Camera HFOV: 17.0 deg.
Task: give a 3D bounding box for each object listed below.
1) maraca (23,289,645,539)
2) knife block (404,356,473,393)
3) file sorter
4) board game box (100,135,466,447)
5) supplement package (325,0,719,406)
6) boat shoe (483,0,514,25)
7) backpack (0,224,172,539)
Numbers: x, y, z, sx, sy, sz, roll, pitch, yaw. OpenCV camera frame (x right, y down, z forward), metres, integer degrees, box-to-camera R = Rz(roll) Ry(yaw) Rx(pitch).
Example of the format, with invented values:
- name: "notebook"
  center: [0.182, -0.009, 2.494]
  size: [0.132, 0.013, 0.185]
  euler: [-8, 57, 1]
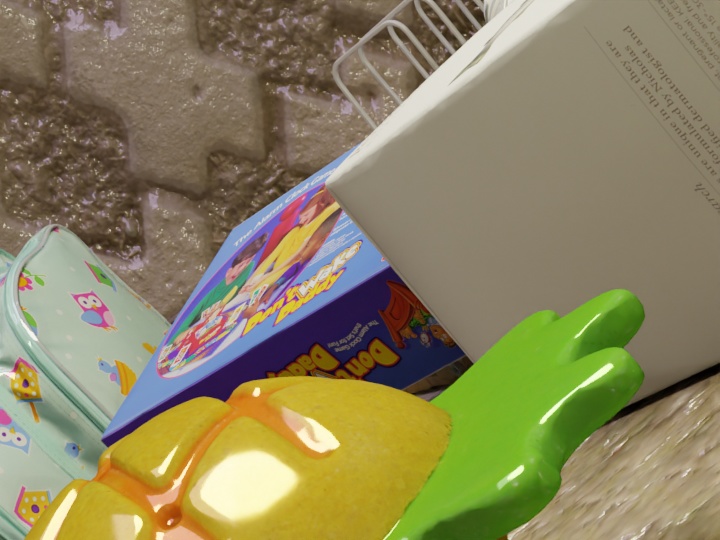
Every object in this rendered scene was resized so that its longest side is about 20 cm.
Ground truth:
- name: "maraca"
  center: [-0.012, 0.073, 0.570]
  size: [0.200, 0.107, 0.137]
  euler: [-38, 12, 16]
- name: "knife block"
  center: [0.078, -0.028, 1.053]
  size: [0.175, 0.064, 0.200]
  euler: [-41, 5, -16]
- name: "file sorter"
  center: [0.089, -0.214, 2.269]
  size: [0.200, 0.125, 0.139]
  euler: [-44, 6, -36]
- name: "board game box"
  center: [0.000, 0.000, 0.914]
  size: [0.200, 0.045, 0.135]
  euler: [-31, 21, 42]
- name: "supplement package"
  center: [0.102, -0.048, 0.733]
  size: [0.117, 0.117, 0.200]
  euler: [-46, 7, -34]
- name: "boat shoe"
  center: [0.143, -0.131, 0.950]
  size: [0.199, 0.072, 0.069]
  euler: [-24, 44, 6]
- name: "backpack"
  center: [-0.150, 0.087, 1.102]
  size: [0.153, 0.176, 0.200]
  euler: [-41, 8, 27]
